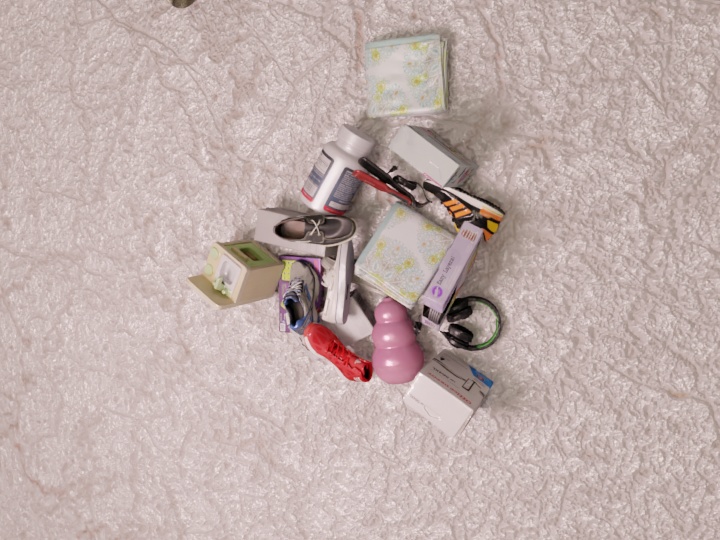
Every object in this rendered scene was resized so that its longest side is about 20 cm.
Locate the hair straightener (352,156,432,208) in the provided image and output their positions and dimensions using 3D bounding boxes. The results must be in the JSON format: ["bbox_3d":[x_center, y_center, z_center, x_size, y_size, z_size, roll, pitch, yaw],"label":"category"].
[{"bbox_3d":[0.081,-0.207,1.557,0.199,0.041,0.078,25,69,-12],"label":"hair straightener"}]

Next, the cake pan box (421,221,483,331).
[{"bbox_3d":[0.192,0.018,1.469,0.052,0.185,0.201,26,70,15],"label":"cake pan box"}]

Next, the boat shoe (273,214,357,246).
[{"bbox_3d":[-0.104,-0.093,1.570,0.198,0.068,0.073,1,90,19],"label":"boat shoe"}]

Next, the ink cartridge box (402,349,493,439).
[{"bbox_3d":[0.201,0.272,1.537,0.145,0.200,0.085,34,109,14],"label":"ink cartridge box"}]

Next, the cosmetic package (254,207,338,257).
[{"bbox_3d":[-0.150,-0.097,1.679,0.198,0.107,0.091,11,101,22],"label":"cosmetic package"}]

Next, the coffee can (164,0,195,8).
[{"bbox_3d":[-0.505,-0.765,1.700,0.199,0.146,0.147,33,109,15],"label":"coffee can"}]

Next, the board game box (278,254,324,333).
[{"bbox_3d":[-0.151,0.063,1.747,0.119,0.032,0.202,6,101,25],"label":"board game box"}]

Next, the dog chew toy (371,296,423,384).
[{"bbox_3d":[0.081,0.162,1.614,0.123,0.124,0.202,-8,93,23],"label":"dog chew toy"}]

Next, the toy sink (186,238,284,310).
[{"bbox_3d":[-0.309,0.002,1.695,0.130,0.199,0.113,36,116,26],"label":"toy sink"}]

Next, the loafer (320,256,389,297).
[{"bbox_3d":[0.000,0.000,1.655,0.198,0.070,0.070,22,101,10],"label":"loafer"}]

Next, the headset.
[{"bbox_3d":[0.222,0.124,1.564,0.198,0.094,0.125,-1,98,11],"label":"headset"}]

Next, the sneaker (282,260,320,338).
[{"bbox_3d":[-0.148,0.062,1.658,0.077,0.085,0.202,-23,62,27],"label":"sneaker"}]

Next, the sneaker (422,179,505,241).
[{"bbox_3d":[0.219,-0.136,1.536,0.199,0.070,0.091,27,104,15],"label":"sneaker"}]

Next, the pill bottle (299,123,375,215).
[{"bbox_3d":[-0.049,-0.235,1.607,0.119,0.119,0.201,36,110,14],"label":"pill bottle"}]

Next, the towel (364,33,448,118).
[{"bbox_3d":[0.105,-0.438,1.550,0.198,0.048,0.173,2,98,23],"label":"towel"}]

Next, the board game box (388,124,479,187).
[{"bbox_3d":[0.163,-0.245,1.472,0.147,0.200,0.064,41,111,12],"label":"board game box"}]

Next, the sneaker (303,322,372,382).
[{"bbox_3d":[-0.039,0.194,1.617,0.115,0.079,0.200,-2,142,50],"label":"sneaker"}]

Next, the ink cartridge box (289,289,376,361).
[{"bbox_3d":[-0.065,0.138,1.697,0.199,0.050,0.109,-28,104,25],"label":"ink cartridge box"}]

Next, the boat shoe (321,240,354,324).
[{"bbox_3d":[-0.059,0.023,1.603,0.069,0.071,0.202,7,96,15],"label":"boat shoe"}]

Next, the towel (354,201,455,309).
[{"bbox_3d":[0.101,-0.036,1.581,0.170,0.048,0.201,33,88,11],"label":"towel"}]
